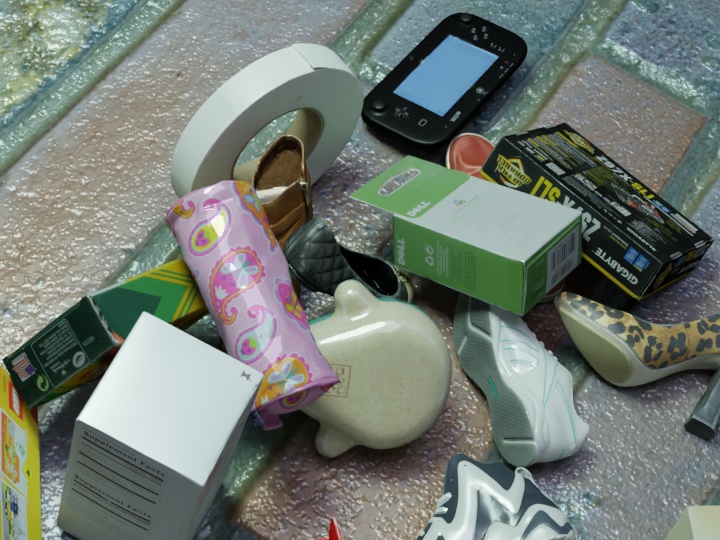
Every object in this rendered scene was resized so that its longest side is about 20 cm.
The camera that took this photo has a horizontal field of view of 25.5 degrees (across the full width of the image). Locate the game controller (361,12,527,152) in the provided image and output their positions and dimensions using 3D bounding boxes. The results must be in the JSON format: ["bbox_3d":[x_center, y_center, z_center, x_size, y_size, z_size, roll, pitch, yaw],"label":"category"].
[{"bbox_3d":[0.089,-0.197,1.651,0.104,0.042,0.200,22,53,29],"label":"game controller"}]

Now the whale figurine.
[{"bbox_3d":[-0.021,0.082,1.398,0.198,0.161,0.104,4,14,-8],"label":"whale figurine"}]

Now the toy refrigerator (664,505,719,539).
[{"bbox_3d":[0.371,0.245,1.380,0.198,0.076,0.071,1,55,-9],"label":"toy refrigerator"}]

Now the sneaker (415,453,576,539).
[{"bbox_3d":[0.073,0.223,1.349,0.197,0.080,0.130,-23,39,0],"label":"sneaker"}]

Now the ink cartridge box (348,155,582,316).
[{"bbox_3d":[0.096,-0.037,1.480,0.199,0.060,0.104,21,40,31],"label":"ink cartridge box"}]

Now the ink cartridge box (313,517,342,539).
[{"bbox_3d":[-0.047,0.283,1.201,0.066,0.201,0.117,-8,56,-15],"label":"ink cartridge box"}]

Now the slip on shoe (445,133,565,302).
[{"bbox_3d":[0.146,-0.063,1.565,0.073,0.061,0.201,-16,58,-18],"label":"slip on shoe"}]

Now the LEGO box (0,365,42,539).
[{"bbox_3d":[-0.316,0.167,1.257,0.076,0.149,0.202,-16,56,9],"label":"LEGO box"}]

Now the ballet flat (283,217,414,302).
[{"bbox_3d":[0.000,0.000,1.435,0.057,0.199,0.067,-45,62,15],"label":"ballet flat"}]

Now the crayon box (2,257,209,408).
[{"bbox_3d":[-0.192,0.042,1.358,0.051,0.127,0.199,58,35,3],"label":"crayon box"}]

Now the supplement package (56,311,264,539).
[{"bbox_3d":[-0.163,0.145,1.271,0.109,0.201,0.114,27,55,2],"label":"supplement package"}]

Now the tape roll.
[{"bbox_3d":[-0.085,-0.123,1.478,0.202,0.204,0.037,-29,63,-26],"label":"tape roll"}]

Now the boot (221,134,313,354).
[{"bbox_3d":[-0.084,-0.008,1.424,0.073,0.155,0.202,6,53,0],"label":"boot"}]

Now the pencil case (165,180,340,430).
[{"bbox_3d":[-0.091,0.026,1.312,0.087,0.087,0.202,-19,78,-22],"label":"pencil case"}]

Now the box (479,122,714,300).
[{"bbox_3d":[0.231,-0.062,1.543,0.200,0.050,0.159,40,25,17],"label":"box"}]

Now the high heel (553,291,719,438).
[{"bbox_3d":[0.283,0.047,1.499,0.199,0.071,0.143,37,62,-4],"label":"high heel"}]

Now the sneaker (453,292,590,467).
[{"bbox_3d":[0.145,0.090,1.462,0.079,0.071,0.202,-1,56,-31],"label":"sneaker"}]
